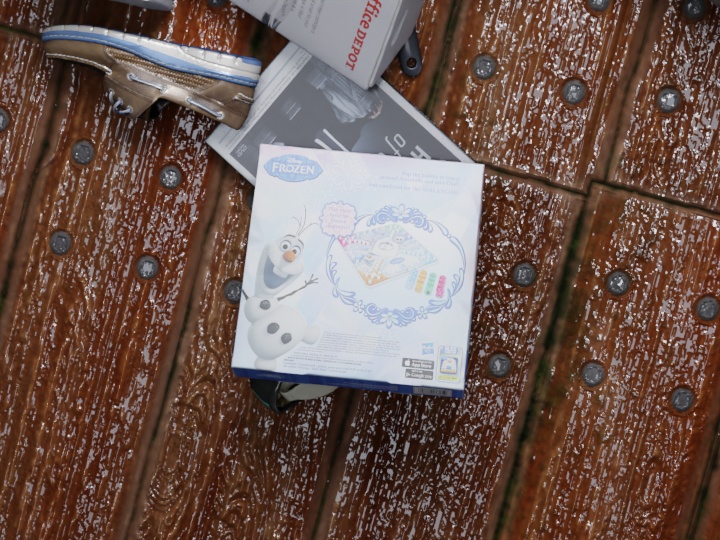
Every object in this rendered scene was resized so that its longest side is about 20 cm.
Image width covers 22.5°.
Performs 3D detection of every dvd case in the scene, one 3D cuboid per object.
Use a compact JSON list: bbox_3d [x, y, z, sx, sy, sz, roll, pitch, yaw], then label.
[{"bbox_3d":[-0.017,-0.104,1.611,0.200,0.025,0.151,42,96,1],"label":"dvd case"}]

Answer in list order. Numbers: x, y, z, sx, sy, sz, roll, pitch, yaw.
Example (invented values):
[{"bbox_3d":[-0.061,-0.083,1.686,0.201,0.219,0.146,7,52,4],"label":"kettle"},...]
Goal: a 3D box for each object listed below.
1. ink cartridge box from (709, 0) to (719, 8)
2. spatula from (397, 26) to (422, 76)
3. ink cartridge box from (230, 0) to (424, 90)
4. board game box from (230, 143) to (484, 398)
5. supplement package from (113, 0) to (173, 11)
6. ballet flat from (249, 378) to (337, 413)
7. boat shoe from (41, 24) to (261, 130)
[{"bbox_3d":[0.292,-0.327,1.516,0.199,0.147,0.145,37,95,0],"label":"ink cartridge box"},{"bbox_3d":[0.026,-0.270,1.599,0.056,0.021,0.202,-11,93,0],"label":"spatula"},{"bbox_3d":[-0.040,-0.269,1.526,0.199,0.147,0.086,33,57,6],"label":"ink cartridge box"},{"bbox_3d":[0.000,0.000,1.552,0.198,0.043,0.201,6,75,4],"label":"board game box"},{"bbox_3d":[-0.210,-0.336,1.559,0.118,0.121,0.202,11,95,2],"label":"supplement package"},{"bbox_3d":[-0.006,0.066,1.597,0.199,0.069,0.068,-33,135,9],"label":"ballet flat"},{"bbox_3d":[-0.189,-0.168,1.587,0.198,0.072,0.073,12,95,11],"label":"boat shoe"}]
